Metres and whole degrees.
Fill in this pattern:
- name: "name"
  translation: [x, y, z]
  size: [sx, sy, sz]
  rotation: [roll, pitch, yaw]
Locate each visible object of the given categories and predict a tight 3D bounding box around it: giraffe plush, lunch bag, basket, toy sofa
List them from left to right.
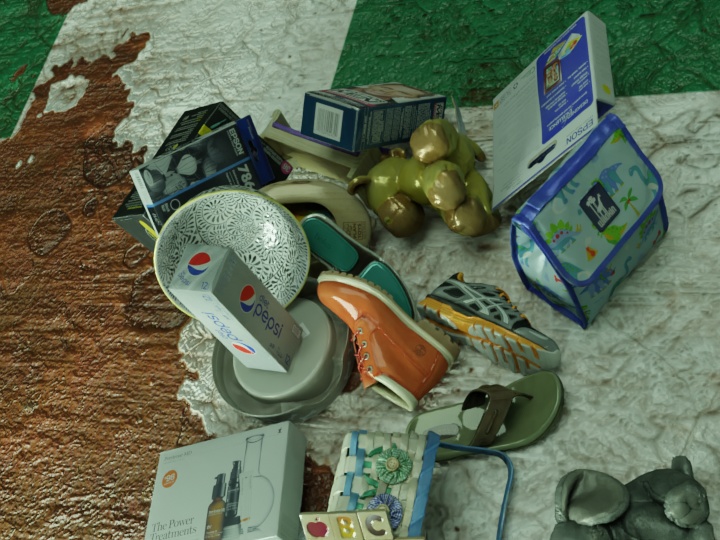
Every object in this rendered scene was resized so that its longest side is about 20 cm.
- name: "toy sofa"
  translation: [-0.045, -0.173, 1.528]
  size: [0.198, 0.083, 0.098]
  rotation: [23, 72, 35]
- name: "giraffe plush"
  translation: [0.073, -0.113, 1.394]
  size: [0.160, 0.173, 0.203]
  rotation: [-25, 46, 22]
- name: "basket"
  translation: [0.063, 0.268, 1.161]
  size: [0.196, 0.140, 0.179]
  rotation: [14, 63, -5]
- name: "lunch bag"
  translation: [0.259, -0.060, 1.227]
  size: [0.170, 0.201, 0.127]
  rotation: [-47, 51, -10]

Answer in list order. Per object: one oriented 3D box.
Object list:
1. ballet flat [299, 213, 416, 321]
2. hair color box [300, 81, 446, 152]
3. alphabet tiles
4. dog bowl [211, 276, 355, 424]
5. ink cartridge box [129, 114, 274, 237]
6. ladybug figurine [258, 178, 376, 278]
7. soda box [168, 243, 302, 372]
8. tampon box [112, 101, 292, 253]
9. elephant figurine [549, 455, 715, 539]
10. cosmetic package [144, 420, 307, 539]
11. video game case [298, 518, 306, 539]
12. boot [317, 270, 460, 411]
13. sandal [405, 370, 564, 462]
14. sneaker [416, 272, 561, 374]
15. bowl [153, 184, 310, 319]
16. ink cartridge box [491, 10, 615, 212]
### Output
- name: "ballet flat"
  translation: [0.000, 0.000, 1.384]
  size: [0.200, 0.069, 0.070]
  rotation: [43, 81, 2]
- name: "hair color box"
  translation: [0.020, -0.214, 1.458]
  size: [0.099, 0.198, 0.062]
  rotation: [23, 115, 34]
- name: "alphabet tiles"
  translation: [0.005, 0.338, 1.110]
  size: [0.163, 0.204, 0.006]
  rotation: [-7, 19, 23]
- name: "dog bowl"
  translation: [-0.095, 0.108, 1.384]
  size: [0.196, 0.059, 0.203]
  rotation: [-12, 55, 18]
- name: "ink cartridge box"
  translation: [-0.202, -0.129, 1.426]
  size: [0.198, 0.101, 0.039]
  rotation: [-32, 17, -29]
- name: "ladybug figurine"
  translation: [-0.075, -0.060, 1.451]
  size: [0.196, 0.139, 0.072]
  rotation: [0, 15, 8]
- name: "soda box"
  translation: [-0.146, 0.048, 1.281]
  size: [0.067, 0.201, 0.064]
  rotation: [4, 61, 29]
- name: "tampon box"
  translation: [-0.223, -0.110, 1.510]
  size: [0.125, 0.149, 0.202]
  rotation: [1, 55, 57]
- name: "elephant figurine"
  translation: [0.245, 0.265, 1.057]
  size: [0.196, 0.155, 0.145]
  rotation: [-9, 77, 10]
- name: "cosmetic package"
  translation: [-0.165, 0.279, 1.293]
  size: [0.197, 0.052, 0.153]
  rotation: [-17, 45, 23]
- name: "video game case"
  translation: [-0.096, 0.387, 1.226]
  size: [0.180, 0.022, 0.201]
  rotation: [26, 73, 37]
- name: "boot"
  translation: [0.013, 0.083, 1.295]
  size: [0.198, 0.075, 0.108]
  rotation: [34, 73, 11]
- name: "sandal"
  translation: [0.141, 0.170, 1.226]
  size: [0.198, 0.058, 0.081]
  rotation: [-21, 52, 13]
- name: "sneaker"
  translation: [0.160, 0.058, 1.282]
  size: [0.198, 0.079, 0.077]
  rotation: [26, 63, 35]
- name: "bowl"
  translation: [-0.165, -0.038, 1.369]
  size: [0.198, 0.202, 0.095]
  rotation: [-25, 34, 9]
- name: "ink cartridge box"
  translation: [0.241, -0.194, 1.353]
  size: [0.197, 0.046, 0.203]
  rotation: [-40, 37, 44]
